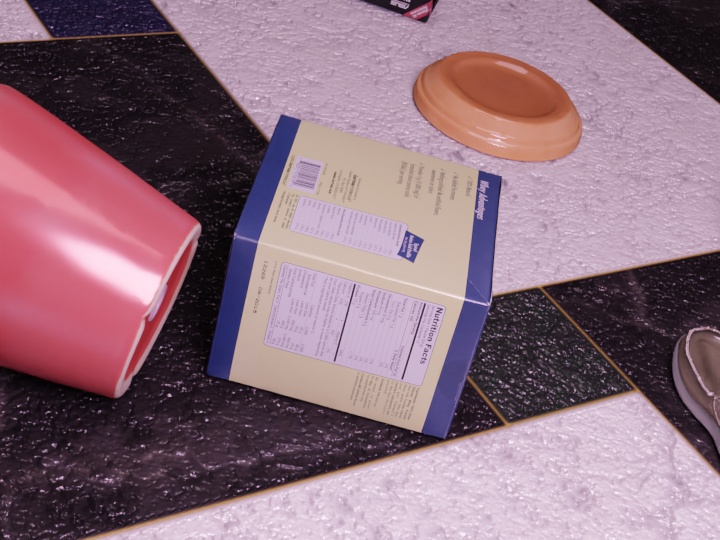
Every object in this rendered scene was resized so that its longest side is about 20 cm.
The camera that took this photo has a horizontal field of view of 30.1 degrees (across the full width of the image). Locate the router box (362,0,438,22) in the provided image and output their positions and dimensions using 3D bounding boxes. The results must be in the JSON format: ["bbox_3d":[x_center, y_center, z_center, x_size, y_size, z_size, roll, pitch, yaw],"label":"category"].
[{"bbox_3d":[0.043,-0.404,1.728,0.148,0.063,0.201,20,35,4],"label":"router box"}]

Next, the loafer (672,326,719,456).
[{"bbox_3d":[0.325,0.110,1.124,0.074,0.070,0.201,4,37,-18],"label":"loafer"}]

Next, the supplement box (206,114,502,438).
[{"bbox_3d":[0.000,0.000,1.086,0.197,0.136,0.201,15,34,-1],"label":"supplement box"}]

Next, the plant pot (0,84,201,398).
[{"bbox_3d":[-0.223,-0.010,0.976,0.175,0.202,0.201,25,34,-2],"label":"plant pot"}]

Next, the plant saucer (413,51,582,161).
[{"bbox_3d":[0.157,-0.192,1.504,0.197,0.038,0.201,11,35,-7],"label":"plant saucer"}]
